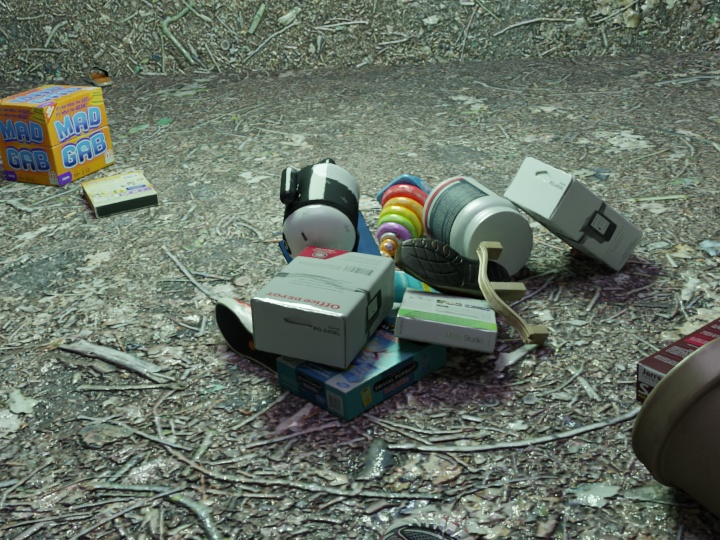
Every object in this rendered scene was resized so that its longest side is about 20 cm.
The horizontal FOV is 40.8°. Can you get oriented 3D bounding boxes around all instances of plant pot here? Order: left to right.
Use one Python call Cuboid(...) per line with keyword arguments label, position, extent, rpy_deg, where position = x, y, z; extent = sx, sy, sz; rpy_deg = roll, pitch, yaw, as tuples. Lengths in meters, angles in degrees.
Cuboid(label="plant pot", position=(0.415, 0.191, 1.012), extent=(0.198, 0.202, 0.175), rpy_deg=(-14, 41, -20))

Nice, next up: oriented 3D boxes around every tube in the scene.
Cuboid(label="tube", position=(0.061, 0.028, 1.560), extent=(0.197, 0.051, 0.078), rpy_deg=(8, 43, -19))

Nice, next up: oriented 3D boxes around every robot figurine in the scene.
Cuboid(label="robot figurine", position=(-0.065, -0.092, 1.574), extent=(0.148, 0.126, 0.201), rpy_deg=(11, 43, -6))

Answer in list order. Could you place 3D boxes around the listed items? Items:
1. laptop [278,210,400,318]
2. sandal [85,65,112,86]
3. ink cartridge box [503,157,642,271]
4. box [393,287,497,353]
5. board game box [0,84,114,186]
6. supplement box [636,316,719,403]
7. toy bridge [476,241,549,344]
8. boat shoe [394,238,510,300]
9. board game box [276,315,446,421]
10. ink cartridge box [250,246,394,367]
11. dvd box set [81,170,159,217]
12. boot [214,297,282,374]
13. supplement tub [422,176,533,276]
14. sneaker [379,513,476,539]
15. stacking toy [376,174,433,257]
Cuboid(label="laptop", position=(0.000, 0.000, 1.602), extent=(0.186, 0.117, 0.199), rpy_deg=(-24, 29, -36))
Cuboid(label="sandal", position=(-0.951, -0.716, 3.528), extent=(0.078, 0.060, 0.206), rpy_deg=(-16, 26, -26))
Cuboid(label="ink cartridge box", position=(0.362, -0.097, 1.654), extent=(0.199, 0.084, 0.145), rpy_deg=(31, 4, -32))
Cuboid(label="box", position=(0.127, 0.071, 1.429), extent=(0.142, 0.037, 0.200), rpy_deg=(9, 10, 5))
Cuboid(label="board game box", position=(-0.781, -0.347, 2.462), extent=(0.198, 0.202, 0.200), rpy_deg=(9, 27, 29))
Cuboid(label="supplement box", position=(0.467, 0.130, 1.274), extent=(0.198, 0.062, 0.108), rpy_deg=(-20, 26, -32))
Cuboid(label="toy bridge", position=(0.219, 0.033, 1.473), extent=(0.066, 0.027, 0.201), rpy_deg=(3, 44, -27))
Cuboid(label="boat shoe", position=(0.142, 0.012, 1.545), extent=(0.198, 0.074, 0.077), rpy_deg=(19, 61, -17))
Cuboid(label="board game box", position=(0.002, 0.130, 1.388), extent=(0.199, 0.048, 0.150), rpy_deg=(-25, 30, -38))
Cuboid(label="ink cartridge box", position=(-0.050, 0.048, 1.392), extent=(0.143, 0.084, 0.200), rpy_deg=(10, 27, 19))
Cuboid(label="dvd box set", position=(-0.559, -0.179, 2.239), extent=(0.145, 0.030, 0.200), rpy_deg=(-15, 26, -20))
Cuboid(label="boot", position=(-0.123, 0.082, 1.501), extent=(0.143, 0.073, 0.199), rpy_deg=(-24, 38, -38))
Cuboid(label="supplement tub", position=(0.204, -0.075, 1.700), extent=(0.138, 0.142, 0.200), rpy_deg=(-11, 24, -15))
Cuboid(label="sneaker", position=(0.096, 0.300, 0.933), extent=(0.198, 0.082, 0.074), rpy_deg=(13, 31, 36))
Cuboid(label="stacking toy", position=(0.067, -0.073, 1.790), extent=(0.109, 0.116, 0.201), rpy_deg=(-34, 20, 44))
